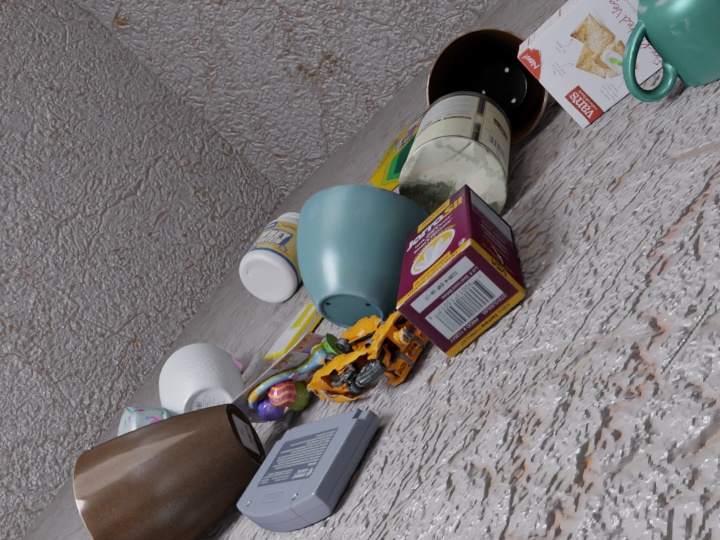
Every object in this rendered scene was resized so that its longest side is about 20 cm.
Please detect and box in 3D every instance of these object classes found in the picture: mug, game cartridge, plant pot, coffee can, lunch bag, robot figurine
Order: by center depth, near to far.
[{"bbox_3d":[0.362,-0.279,0.787,0.185,0.114,0.152,-50,13,-12],"label":"mug"},{"bbox_3d":[-0.065,0.229,0.845,0.200,0.042,0.133,-30,26,53],"label":"game cartridge"},{"bbox_3d":[0.014,0.102,0.914,0.145,0.058,0.200,-55,14,-29],"label":"robot figurine"},{"bbox_3d":[-0.233,0.267,0.983,0.200,0.187,0.187,-32,13,2],"label":"plant pot"},{"bbox_3d":[0.000,0.000,1.012,0.200,0.200,0.135,-33,35,47],"label":"plant pot"},{"bbox_3d":[0.141,-0.157,1.074,0.146,0.146,0.200,-40,14,29],"label":"coffee can"},{"bbox_3d":[-0.350,0.325,1.217,0.160,0.077,0.201,167,106,-63],"label":"lunch bag"},{"bbox_3d":[0.221,-0.298,1.234,0.187,0.187,0.200,-42,-1,23],"label":"plant pot"},{"bbox_3d":[-0.280,0.244,1.312,0.175,0.147,0.201,-155,79,-71],"label":"mug"}]

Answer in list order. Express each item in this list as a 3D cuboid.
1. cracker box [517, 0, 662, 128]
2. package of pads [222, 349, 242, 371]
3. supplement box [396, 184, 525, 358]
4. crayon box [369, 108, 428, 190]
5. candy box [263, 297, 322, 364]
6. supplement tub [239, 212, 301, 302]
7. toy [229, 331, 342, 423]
[{"bbox_3d":[0.318,-0.297,0.946,0.200,0.134,0.058,-40,15,33],"label":"cracker box"},{"bbox_3d":[-0.339,0.261,1.558,0.200,0.076,0.120,-55,13,-30],"label":"package of pads"},{"bbox_3d":[0.112,-0.007,0.854,0.110,0.086,0.200,-43,13,21],"label":"supplement box"},{"bbox_3d":[0.119,-0.288,1.747,0.172,0.058,0.200,-38,16,37],"label":"crayon box"},{"bbox_3d":[-0.098,0.089,1.395,0.200,0.026,0.102,-53,11,-26],"label":"candy box"},{"bbox_3d":[-0.188,-0.035,1.797,0.145,0.145,0.200,-37,17,39],"label":"supplement tub"},{"bbox_3d":[-0.098,0.168,1.048,0.200,0.115,0.047,-46,57,18],"label":"toy"}]
